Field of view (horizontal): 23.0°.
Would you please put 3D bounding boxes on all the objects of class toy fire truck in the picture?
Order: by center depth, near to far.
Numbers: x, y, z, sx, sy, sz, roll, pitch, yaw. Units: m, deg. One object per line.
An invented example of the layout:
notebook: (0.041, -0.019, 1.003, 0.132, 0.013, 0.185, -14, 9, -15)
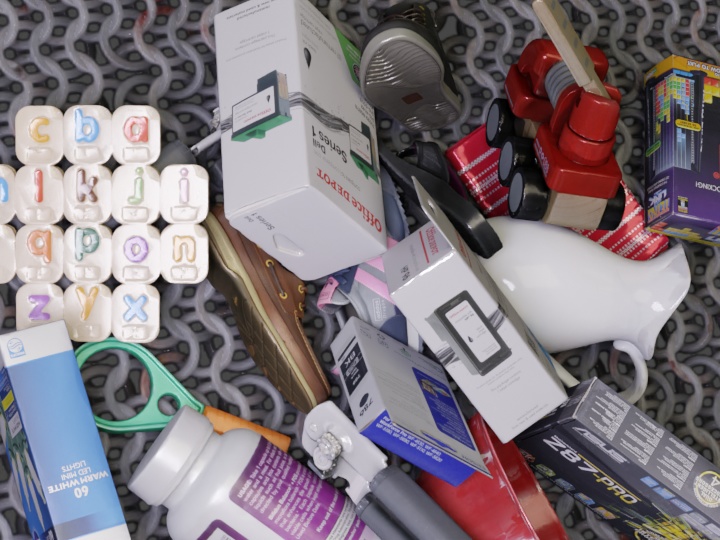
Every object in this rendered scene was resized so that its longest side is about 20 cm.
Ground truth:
toy fire truck: (0.174, -0.158, 1.532, 0.129, 0.200, 0.176, 8, 35, -13)

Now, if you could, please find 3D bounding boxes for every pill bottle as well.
pill bottle: (-0.085, 0.199, 1.438, 0.200, 0.112, 0.112, 37, 67, -7)

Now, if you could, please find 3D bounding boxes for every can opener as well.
can opener: (0.029, 0.176, 1.392, 0.066, 0.053, 0.200, -15, 51, -46)
can opener: (-0.157, -0.081, 1.524, 0.200, 0.053, 0.066, -33, 88, -24)

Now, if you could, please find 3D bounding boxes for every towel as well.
towel: (0.185, -0.068, 1.656, 0.145, 0.022, 0.200, -35, 88, -23)

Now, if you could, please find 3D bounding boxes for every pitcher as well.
pitcher: (0.174, 0.041, 1.575, 0.200, 0.121, 0.172, 8, 114, -5)

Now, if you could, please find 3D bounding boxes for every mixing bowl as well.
mixing bowl: (0.103, 0.223, 1.472, 0.108, 0.200, 0.200, -29, 85, 8)

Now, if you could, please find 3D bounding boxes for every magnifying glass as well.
magnifying glass: (-0.154, 0.116, 1.487, 0.200, 0.022, 0.080, 23, 69, -13)

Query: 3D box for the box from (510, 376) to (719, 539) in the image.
box: (0.238, 0.178, 1.529, 0.200, 0.161, 0.049, 36, 67, -7)

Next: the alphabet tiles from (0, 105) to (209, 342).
alphabet tiles: (-0.224, -0.038, 1.460, 0.200, 0.015, 0.196, 0, 95, 2)

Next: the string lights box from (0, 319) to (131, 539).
string lights box: (-0.240, 0.149, 1.403, 0.059, 0.103, 0.200, -15, 80, -23)

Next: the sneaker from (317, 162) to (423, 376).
sneaker: (0.000, 0.000, 1.546, 0.082, 0.070, 0.200, -4, 75, -22)

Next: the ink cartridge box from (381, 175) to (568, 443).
ink cartridge box: (0.079, 0.030, 1.442, 0.068, 0.116, 0.200, -35, 105, 7)

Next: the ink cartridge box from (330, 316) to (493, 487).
ink cartridge box: (0.037, 0.111, 1.420, 0.099, 0.200, 0.039, 31, 104, -19)

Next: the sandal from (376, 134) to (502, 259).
sandal: (0.072, -0.072, 1.542, 0.048, 0.200, 0.075, -41, 131, -6)

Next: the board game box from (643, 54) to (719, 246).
board game box: (0.370, -0.104, 1.699, 0.200, 0.057, 0.165, 10, 68, -21)

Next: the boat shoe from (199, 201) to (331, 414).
boat shoe: (-0.075, 0.026, 1.512, 0.068, 0.072, 0.200, -27, 83, -22)

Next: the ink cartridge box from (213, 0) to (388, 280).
ink cartridge box: (-0.050, -0.113, 1.494, 0.146, 0.084, 0.200, 37, 40, -53)

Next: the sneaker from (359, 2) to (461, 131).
sneaker: (0.032, -0.201, 1.562, 0.075, 0.200, 0.106, -17, 73, 8)
